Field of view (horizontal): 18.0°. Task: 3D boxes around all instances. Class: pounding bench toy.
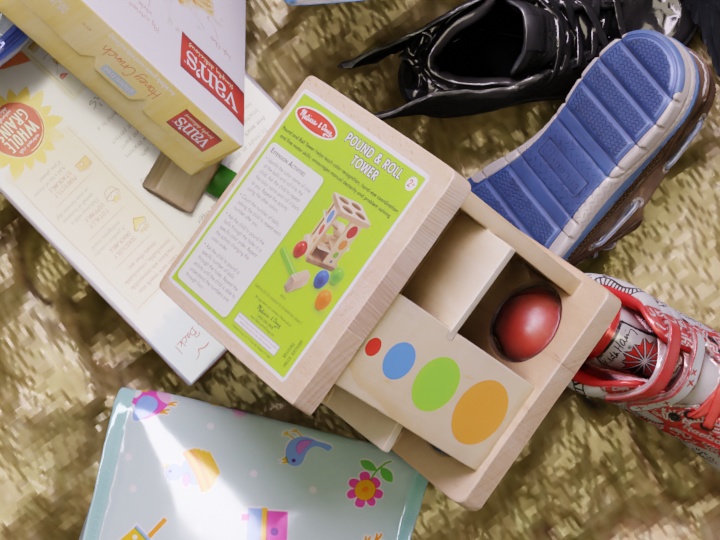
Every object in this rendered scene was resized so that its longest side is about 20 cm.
[{"bbox_3d":[0.000,0.000,1.105,0.156,0.200,0.124,34,92,-43],"label":"pounding bench toy"}]

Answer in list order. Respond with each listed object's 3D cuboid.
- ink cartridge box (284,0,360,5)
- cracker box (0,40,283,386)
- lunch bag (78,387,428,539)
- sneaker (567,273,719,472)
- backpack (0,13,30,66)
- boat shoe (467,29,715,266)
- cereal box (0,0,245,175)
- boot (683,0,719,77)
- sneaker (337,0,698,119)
[{"bbox_3d":[-0.010,-0.227,1.096,0.084,0.200,0.147,-7,113,-3],"label":"ink cartridge box"},{"bbox_3d":[-0.110,-0.057,1.177,0.134,0.058,0.200,-44,92,-3],"label":"cracker box"},{"bbox_3d":[-0.066,0.177,1.130,0.169,0.122,0.201,15,71,-2],"label":"lunch bag"},{"bbox_3d":[0.174,0.064,1.137,0.201,0.108,0.067,31,96,18],"label":"sneaker"},{"bbox_3d":[-0.237,-0.149,1.089,0.200,0.191,0.154,-37,106,17],"label":"backpack"},{"bbox_3d":[0.111,-0.035,1.175,0.200,0.072,0.072,-44,58,22],"label":"boat shoe"},{"bbox_3d":[-0.111,-0.161,1.094,0.039,0.201,0.144,-27,133,25],"label":"cereal box"},{"bbox_3d":[0.250,-0.156,1.185,0.162,0.073,0.199,-2,58,-22],"label":"boot"},{"bbox_3d":[0.086,-0.113,1.164,0.199,0.104,0.060,-15,88,-3],"label":"sneaker"}]
